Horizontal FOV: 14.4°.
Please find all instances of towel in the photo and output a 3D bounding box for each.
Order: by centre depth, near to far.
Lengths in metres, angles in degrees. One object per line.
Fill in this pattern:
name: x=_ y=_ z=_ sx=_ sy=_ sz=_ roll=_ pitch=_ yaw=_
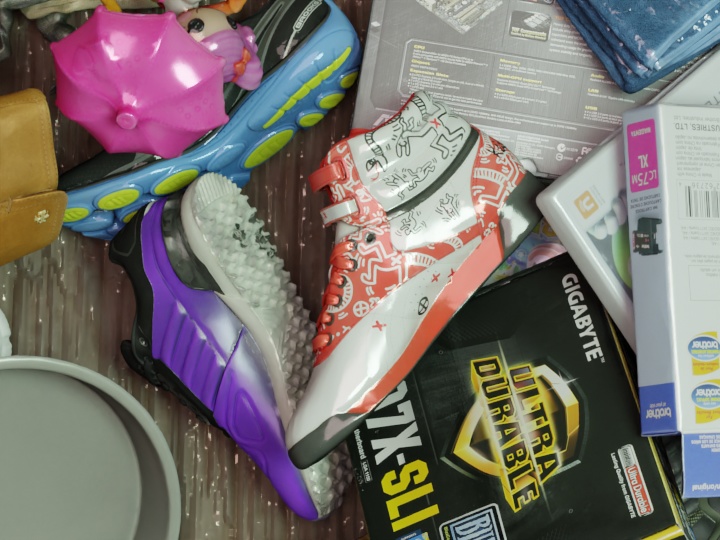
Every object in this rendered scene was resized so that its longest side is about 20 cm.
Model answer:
towel: x=0.193 y=-0.190 z=1.510 sx=0.199 sy=0.049 sz=0.112 roll=-36 pitch=76 yaw=-8

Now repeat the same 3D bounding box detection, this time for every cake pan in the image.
cake pan: x=-0.197 y=0.136 z=1.545 sx=0.199 sy=0.037 sz=0.202 roll=-8 pitch=111 yaw=-20

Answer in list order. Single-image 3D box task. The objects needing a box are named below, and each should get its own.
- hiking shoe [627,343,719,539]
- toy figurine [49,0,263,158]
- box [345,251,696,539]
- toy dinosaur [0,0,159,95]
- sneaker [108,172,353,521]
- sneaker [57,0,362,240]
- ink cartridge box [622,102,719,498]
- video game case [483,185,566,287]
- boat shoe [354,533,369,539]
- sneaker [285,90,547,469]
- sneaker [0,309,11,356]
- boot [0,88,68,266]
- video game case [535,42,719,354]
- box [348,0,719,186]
hiking shoe: x=0.165 y=0.121 z=1.550 sx=0.100 sy=0.076 sz=0.202 roll=1 pitch=77 yaw=12
toy figurine: x=-0.114 y=-0.146 z=1.519 sx=0.150 sy=0.199 sz=0.185 roll=-46 pitch=60 yaw=44
box: x=0.077 y=0.099 z=1.497 sx=0.159 sy=0.049 sz=0.201 roll=-24 pitch=48 yaw=11
toy dinosaur: x=-0.182 y=-0.147 z=1.607 sx=0.198 sy=0.047 sz=0.089 roll=13 pitch=81 yaw=2
sneaker: x=-0.077 y=0.051 z=1.576 sx=0.099 sy=0.070 sz=0.201 roll=-20 pitch=98 yaw=28
sneaker: x=-0.092 y=-0.088 z=1.590 sx=0.199 sy=0.071 sz=0.083 roll=-37 pitch=61 yaw=5
ink cartridge box: x=0.195 y=0.016 z=1.462 sx=0.119 sy=0.042 sz=0.202 roll=0 pitch=81 yaw=-32
video game case: x=0.077 y=-0.073 z=1.591 sx=0.142 sy=0.018 sz=0.202 roll=6 pitch=87 yaw=5
boat shoe: x=0.022 y=0.169 z=1.557 sx=0.199 sy=0.065 sz=0.074 roll=-14 pitch=81 yaw=-15
sneaker: x=0.000 y=0.000 z=1.496 sx=0.108 sy=0.067 sz=0.202 roll=41 pitch=80 yaw=-1
sneaker: x=-0.245 y=0.110 z=1.577 sx=0.073 sy=0.080 sz=0.202 roll=8 pitch=88 yaw=4
boot: x=-0.226 y=0.003 z=1.508 sx=0.071 sy=0.143 sz=0.202 roll=42 pitch=133 yaw=39
video game case: x=0.211 y=-0.009 z=1.512 sx=0.182 sy=0.023 sz=0.201 roll=-39 pitch=102 yaw=-23
box: x=0.102 y=-0.127 z=1.558 sx=0.198 sy=0.048 sz=0.160 roll=9 pitch=85 yaw=3
